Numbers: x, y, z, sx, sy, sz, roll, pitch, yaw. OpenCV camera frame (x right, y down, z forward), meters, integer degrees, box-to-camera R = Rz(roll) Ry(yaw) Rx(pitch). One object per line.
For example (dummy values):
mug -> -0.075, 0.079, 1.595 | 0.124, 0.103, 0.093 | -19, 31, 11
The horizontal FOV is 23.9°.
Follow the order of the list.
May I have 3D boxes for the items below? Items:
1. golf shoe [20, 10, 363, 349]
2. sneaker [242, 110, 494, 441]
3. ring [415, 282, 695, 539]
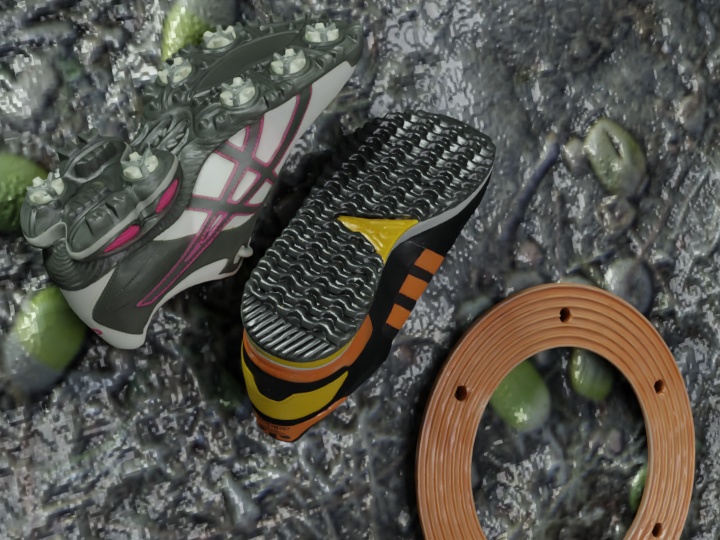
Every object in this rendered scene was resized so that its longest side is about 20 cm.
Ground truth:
golf shoe -> -0.072, -0.051, 0.811 | 0.200, 0.077, 0.088 | -41, 133, -25
sneaker -> 0.000, 0.000, 0.850 | 0.200, 0.070, 0.090 | -51, 161, -41
ring -> 0.109, 0.107, 0.950 | 0.199, 0.019, 0.202 | 0, 91, -32
